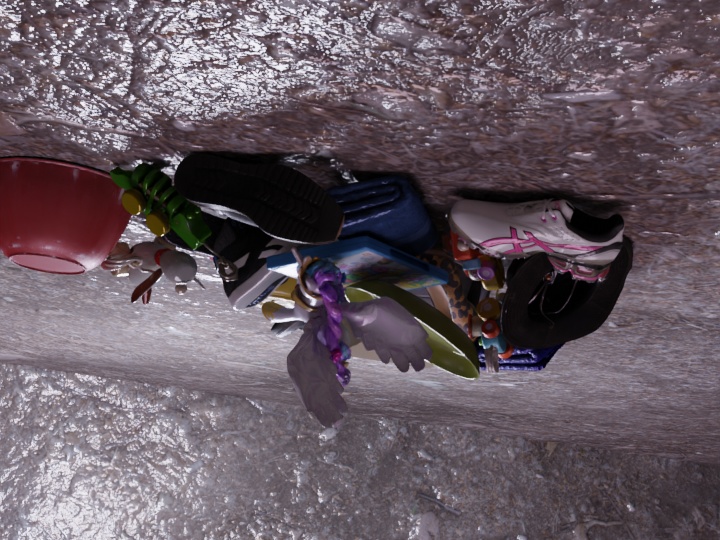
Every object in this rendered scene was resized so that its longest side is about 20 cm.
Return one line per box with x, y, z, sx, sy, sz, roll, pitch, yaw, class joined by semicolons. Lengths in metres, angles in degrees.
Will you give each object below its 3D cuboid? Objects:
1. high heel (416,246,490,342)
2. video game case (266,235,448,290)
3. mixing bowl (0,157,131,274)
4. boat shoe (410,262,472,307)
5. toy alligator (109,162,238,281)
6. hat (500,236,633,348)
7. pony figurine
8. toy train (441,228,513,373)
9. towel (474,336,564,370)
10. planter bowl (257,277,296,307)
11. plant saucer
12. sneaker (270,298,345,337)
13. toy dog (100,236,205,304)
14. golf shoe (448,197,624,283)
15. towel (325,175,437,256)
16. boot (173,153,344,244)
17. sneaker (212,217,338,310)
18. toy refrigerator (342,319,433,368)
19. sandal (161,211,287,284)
0.086;0.036;1.482;0.200;0.143;0.071;10;-168;-24;high heel
0.000;0.000;1.367;0.143;0.018;0.200;-11;162;31;video game case
-0.384;-0.058;1.396;0.200;0.109;0.200;5;167;1;mixing bowl
0.068;0.009;1.575;0.200;0.072;0.071;10;-179;7;boat shoe
-0.210;-0.068;1.281;0.200;0.059;0.054;40;136;10;toy alligator
0.244;0.009;1.408;0.200;0.201;0.081;18;-159;-40;hat
-0.037;0.074;1.291;0.166;0.193;0.200;-32;173;-19;pony figurine
0.141;0.025;1.382;0.056;0.200;0.150;-7;-174;24;toy train
0.248;0.077;1.540;0.200;0.050;0.148;-37;-165;-36;towel
-0.120;0.009;1.598;0.200;0.084;0.200;6;165;1;planter bowl
0.070;0.068;1.377;0.200;0.031;0.200;33;167;9;plant saucer
-0.032;0.071;1.675;0.200;0.104;0.060;-36;-169;17;sneaker
-0.281;0.011;1.520;0.132;0.096;0.200;-6;-168;-8;toy dog
0.202;-0.056;1.265;0.200;0.073;0.092;13;132;-4;golf shoe
0.027;-0.053;1.319;0.112;0.049;0.200;-13;161;10;towel
-0.097;-0.074;1.270;0.200;0.078;0.138;23;176;17;boot
-0.112;-0.049;1.397;0.200;0.112;0.073;-37;160;19;sneaker
0.056;0.089;1.606;0.076;0.070;0.200;-30;150;36;toy refrigerator
-0.179;-0.038;1.479;0.200;0.075;0.045;24;174;-27;sandal
